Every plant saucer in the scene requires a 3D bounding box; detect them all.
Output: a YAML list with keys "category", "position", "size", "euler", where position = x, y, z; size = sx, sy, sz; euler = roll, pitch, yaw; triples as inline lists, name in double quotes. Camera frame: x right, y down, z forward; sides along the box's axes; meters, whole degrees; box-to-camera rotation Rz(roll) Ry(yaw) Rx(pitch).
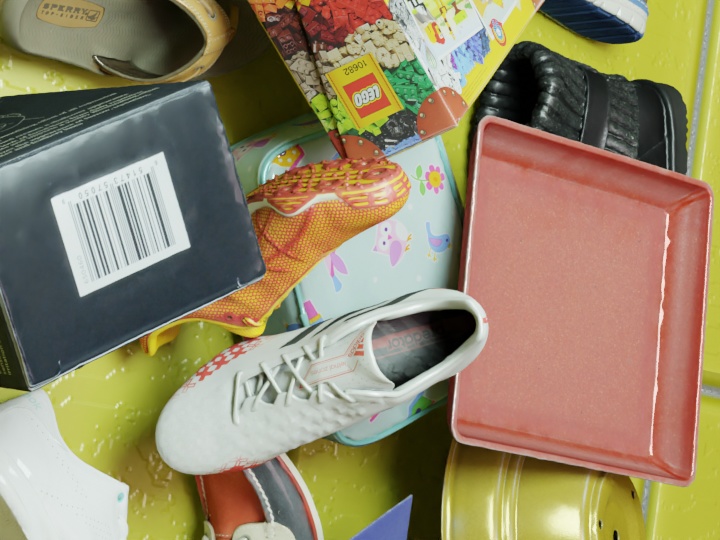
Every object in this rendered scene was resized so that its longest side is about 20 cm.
- category: "plant saucer"
  position: [0.132, 0.023, 1.340]
  size: [0.199, 0.037, 0.201]
  euler: [14, 75, -34]

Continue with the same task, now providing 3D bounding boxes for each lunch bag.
- category: "lunch bag"
  position: [0.000, 0.000, 1.311]
  size: [0.160, 0.077, 0.200]
  euler: [-27, 108, -38]

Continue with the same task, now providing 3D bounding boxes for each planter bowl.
- category: "planter bowl"
  position: [0.130, 0.173, 1.370]
  size: [0.200, 0.083, 0.201]
  euler: [28, 58, -59]

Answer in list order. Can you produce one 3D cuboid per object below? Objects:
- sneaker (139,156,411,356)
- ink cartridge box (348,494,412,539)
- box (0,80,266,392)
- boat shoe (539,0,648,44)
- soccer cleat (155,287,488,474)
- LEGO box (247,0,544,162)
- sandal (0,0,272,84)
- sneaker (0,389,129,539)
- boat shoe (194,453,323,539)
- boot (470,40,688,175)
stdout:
- category: "sneaker"
  position: [-0.050, -0.009, 1.200]
  size: [0.077, 0.200, 0.073]
  euler: [63, 32, -8]
- category: "ink cartridge box"
  position: [-0.014, 0.258, 1.247]
  size: [0.198, 0.047, 0.200]
  euler: [-29, 134, -55]
- category: "box"
  position: [-0.174, -0.021, 1.085]
  size: [0.148, 0.200, 0.107]
  euler: [-26, 108, -35]
- category: "boat shoe"
  position: [0.121, -0.218, 1.419]
  size: [0.200, 0.072, 0.073]
  euler: [27, 69, -47]
- category: "soccer cleat"
  position: [-0.020, 0.059, 1.197]
  size: [0.200, 0.085, 0.069]
  euler: [-20, 88, -10]
- category: "LEGO box"
  position: [0.018, -0.170, 1.246]
  size: [0.149, 0.077, 0.200]
  euler: [58, 30, -15]
- category: "sandal"
  position: [-0.115, -0.137, 1.205]
  size: [0.200, 0.054, 0.080]
  euler: [-2, 122, -46]
- category: "sneaker"
  position: [-0.152, 0.159, 1.196]
  size: [0.088, 0.075, 0.200]
  euler: [-44, 116, -44]
- category: "boat shoe"
  position: [-0.060, 0.173, 1.271]
  size: [0.063, 0.071, 0.200]
  euler: [-38, 119, -35]
- category: "boot"
  position: [0.148, -0.040, 1.429]
  size: [0.158, 0.079, 0.212]
  euler: [6, 77, -47]
